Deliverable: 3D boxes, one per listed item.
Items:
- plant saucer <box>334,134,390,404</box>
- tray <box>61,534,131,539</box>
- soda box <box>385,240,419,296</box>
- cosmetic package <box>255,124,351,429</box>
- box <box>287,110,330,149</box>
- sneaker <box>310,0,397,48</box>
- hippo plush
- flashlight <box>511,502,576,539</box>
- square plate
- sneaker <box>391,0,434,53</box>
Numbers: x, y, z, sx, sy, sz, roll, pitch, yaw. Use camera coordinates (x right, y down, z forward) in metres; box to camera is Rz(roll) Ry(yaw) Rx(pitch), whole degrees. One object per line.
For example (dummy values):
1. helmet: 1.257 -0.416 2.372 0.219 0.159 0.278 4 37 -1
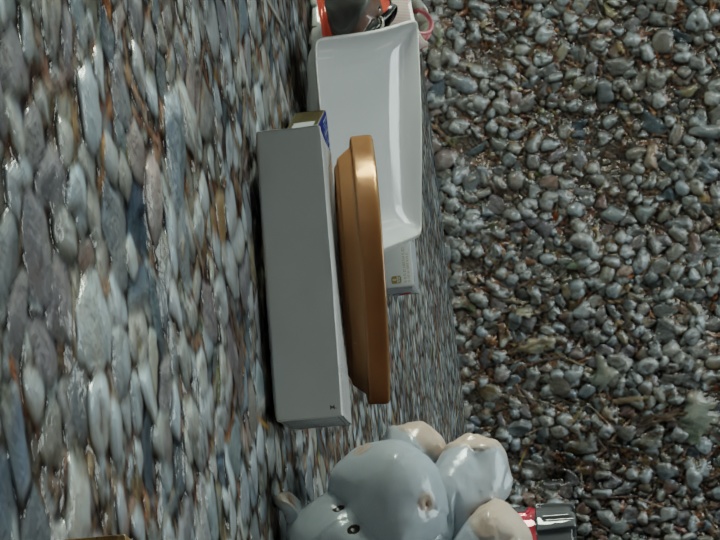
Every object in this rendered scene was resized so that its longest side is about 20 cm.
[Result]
1. plant saucer: 0.000 0.000 1.363 0.200 0.032 0.202 176 -90 -89
2. tray: -0.090 0.209 0.676 0.099 0.037 0.201 68 17 -69
3. soda box: 0.014 -0.075 1.795 0.064 0.068 0.202 50 34 -79
4. cosmetic package: -0.040 0.007 1.272 0.083 0.050 0.202 76 10 -80
5. box: -0.034 -0.016 1.443 0.121 0.032 0.202 -75 157 -73
6. sneaker: -0.005 -0.251 1.701 0.077 0.081 0.202 66 19 -71
7. hippo plush: 0.003 0.175 1.255 0.159 0.200 0.161 50 9 37
8. flashlight: 0.065 0.214 1.369 0.068 0.198 0.068 -90 172 -45
9. square plate: 0.001 -0.111 1.594 0.198 0.028 0.202 -23 115 -60
10. sneaker: 0.030 -0.222 1.925 0.201 0.104 0.076 79 6 -47
